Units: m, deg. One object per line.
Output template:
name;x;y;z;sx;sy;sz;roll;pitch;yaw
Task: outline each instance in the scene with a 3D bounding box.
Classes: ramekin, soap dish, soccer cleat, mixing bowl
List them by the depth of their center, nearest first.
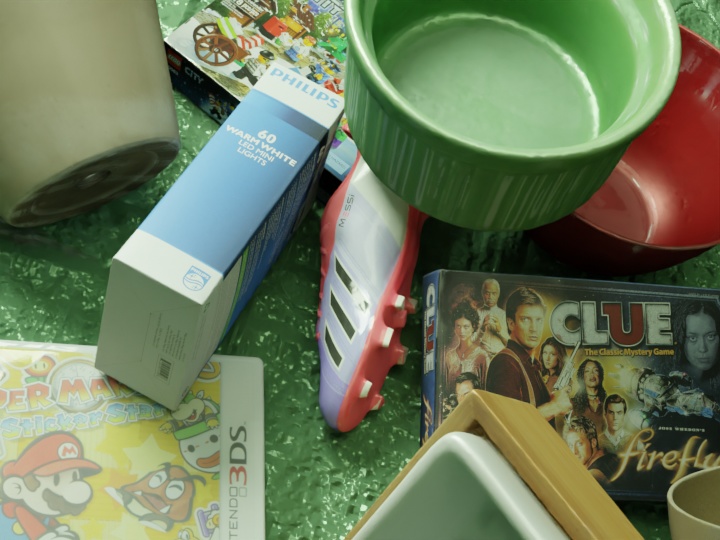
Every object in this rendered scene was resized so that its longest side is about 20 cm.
soap dish;0.065;0.177;0.686;0.081;0.201;0.158;-17;61;-48
ramekin;0.082;-0.122;0.801;0.198;0.098;0.202;4;59;-7
soccer cleat;0.000;0.000;0.835;0.076;0.067;0.202;13;77;15
mixing bowl;0.174;-0.072;0.916;0.198;0.109;0.202;6;57;-10

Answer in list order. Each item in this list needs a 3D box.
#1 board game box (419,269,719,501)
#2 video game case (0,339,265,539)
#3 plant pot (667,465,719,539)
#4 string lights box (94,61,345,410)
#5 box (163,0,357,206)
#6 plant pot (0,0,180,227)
board game box;0.136;0.074;0.829;0.198;0.035;0.137;3;80;-13
video game case;-0.152;0.127;0.752;0.198;0.023;0.184;5;57;-13
plant pot;0.255;0.178;0.659;0.198;0.200;0.136;-3;93;-17
string lights box;-0.081;-0.025;0.804;0.059;0.103;0.201;27;47;5
box;-0.024;-0.128;0.939;0.199;0.038;0.137;38;57;10
plant pot;-0.198;-0.129;0.819;0.199;0.200;0.175;-23;84;-27
